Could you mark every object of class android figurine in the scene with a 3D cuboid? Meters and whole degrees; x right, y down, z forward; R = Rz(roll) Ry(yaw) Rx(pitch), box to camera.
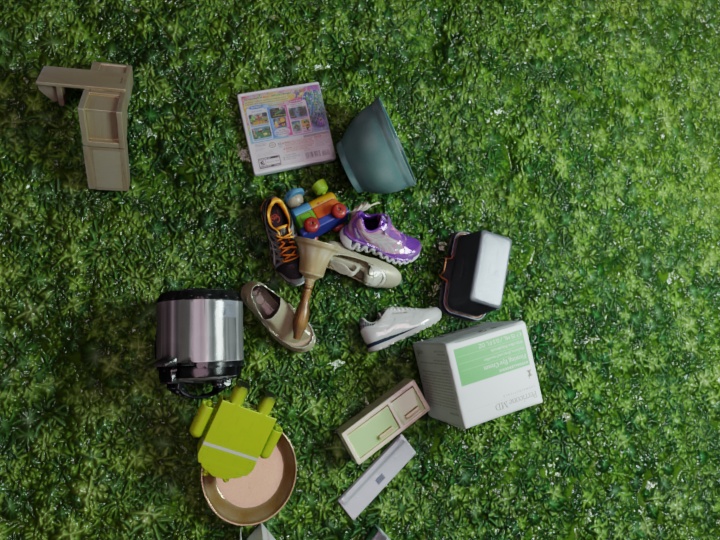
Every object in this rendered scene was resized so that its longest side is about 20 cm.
[{"bbox_3d":[-0.245,0.322,1.077,0.178,0.041,0.206,23,96,-24],"label":"android figurine"}]

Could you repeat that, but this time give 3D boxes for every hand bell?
[{"bbox_3d":[-0.110,0.042,1.148,0.100,0.104,0.208,12,87,-12],"label":"hand bell"}]

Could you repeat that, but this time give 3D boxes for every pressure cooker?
[{"bbox_3d":[-0.314,0.145,1.074,0.169,0.178,0.209,-1,82,-17],"label":"pressure cooker"}]

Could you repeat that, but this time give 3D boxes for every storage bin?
[{"bbox_3d":[0.264,0.002,1.259,0.140,0.134,0.208,15,78,-11],"label":"storage bin"}]

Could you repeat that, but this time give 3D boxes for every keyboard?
[{"bbox_3d":[0.038,0.453,1.210,0.199,0.011,0.057,-42,99,-15],"label":"keyboard"}]

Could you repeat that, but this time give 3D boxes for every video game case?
[{"bbox_3d":[-0.167,-0.324,1.251,0.193,0.024,0.189,-13,86,-14],"label":"video game case"}]

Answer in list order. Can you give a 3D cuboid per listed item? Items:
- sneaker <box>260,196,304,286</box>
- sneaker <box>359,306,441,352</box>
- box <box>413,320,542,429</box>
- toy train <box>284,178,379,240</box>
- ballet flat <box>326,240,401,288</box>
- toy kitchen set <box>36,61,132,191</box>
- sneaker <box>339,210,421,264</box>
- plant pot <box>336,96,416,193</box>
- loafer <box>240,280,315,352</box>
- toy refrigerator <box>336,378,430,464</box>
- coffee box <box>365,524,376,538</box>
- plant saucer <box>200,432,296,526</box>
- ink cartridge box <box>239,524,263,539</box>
[{"bbox_3d":[-0.167,-0.065,1.190,0.076,0.077,0.206,-22,90,-17],"label":"sneaker"},{"bbox_3d":[0.093,0.113,1.237,0.194,0.077,0.083,-20,78,-17],"label":"sneaker"},{"bbox_3d":[0.247,0.219,1.193,0.192,0.200,0.178,-13,87,-16],"label":"box"},{"bbox_3d":[-0.067,-0.155,1.230,0.196,0.085,0.118,-28,77,-16],"label":"toy train"},{"bbox_3d":[0.000,0.000,1.226,0.194,0.069,0.072,22,78,-5],"label":"ballet flat"},{"bbox_3d":[-0.556,-0.304,1.127,0.157,0.184,0.204,1,43,-16],"label":"toy kitchen set"},{"bbox_3d":[0.054,-0.080,1.226,0.193,0.090,0.082,14,38,-17],"label":"sneaker"},{"bbox_3d":[0.026,-0.255,1.219,0.131,0.200,0.206,-24,89,12],"label":"plant pot"},{"bbox_3d":[-0.176,0.100,1.170,0.198,0.068,0.076,40,76,-6],"label":"loafer"},{"bbox_3d":[0.050,0.326,1.197,0.196,0.070,0.077,-32,90,-16],"label":"toy refrigerator"},{"bbox_3d":[0.066,0.664,1.170,0.123,0.044,0.201,-44,94,-15],"label":"coffee box"},{"bbox_3d":[-0.229,0.413,1.133,0.192,0.035,0.209,2,82,-13],"label":"plant saucer"},{"bbox_3d":[-0.189,0.613,1.070,0.125,0.128,0.201,-41,93,-15],"label":"ink cartridge box"}]
